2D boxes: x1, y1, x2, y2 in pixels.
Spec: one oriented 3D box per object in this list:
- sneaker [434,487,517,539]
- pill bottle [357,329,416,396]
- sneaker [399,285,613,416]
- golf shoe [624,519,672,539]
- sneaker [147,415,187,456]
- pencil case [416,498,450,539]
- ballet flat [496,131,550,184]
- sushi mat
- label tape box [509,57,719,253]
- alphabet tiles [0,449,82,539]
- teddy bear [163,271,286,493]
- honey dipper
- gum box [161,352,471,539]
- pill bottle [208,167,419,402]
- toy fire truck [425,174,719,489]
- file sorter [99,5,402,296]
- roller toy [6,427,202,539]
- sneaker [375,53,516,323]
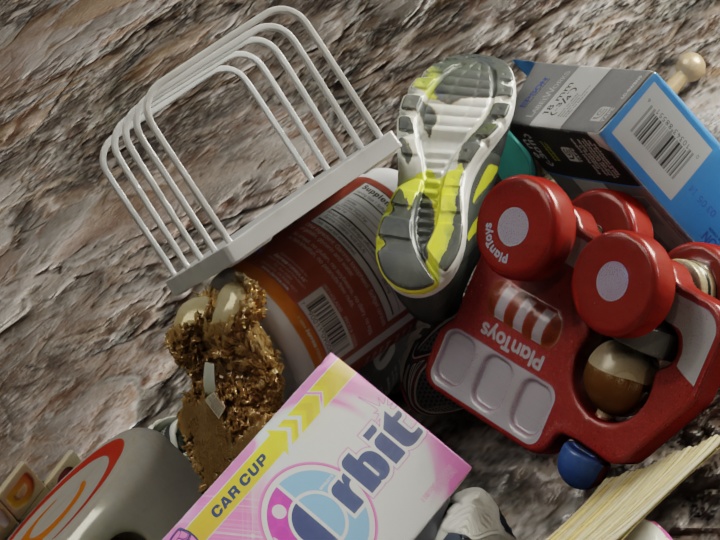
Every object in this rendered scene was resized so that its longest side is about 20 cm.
[{"bbox_3d":[0.027,0.221,1.447,0.129,0.080,0.200,-22,39,24],"label":"sneaker"},{"bbox_3d":[-0.010,0.039,1.793,0.113,0.113,0.200,-11,39,52],"label":"pill bottle"},{"bbox_3d":[0.109,0.044,1.630,0.199,0.081,0.075,-31,28,25],"label":"sneaker"},{"bbox_3d":[0.116,0.200,1.325,0.075,0.092,0.200,-20,29,44],"label":"golf shoe"},{"bbox_3d":[-0.149,0.153,1.864,0.199,0.080,0.077,-27,29,40],"label":"sneaker"},{"bbox_3d":[-0.022,0.206,1.546,0.200,0.091,0.083,-51,23,-22],"label":"pencil case"},{"bbox_3d":[0.116,-0.088,1.833,0.075,0.068,0.200,-30,-3,-21],"label":"ballet flat"},{"bbox_3d":[0.139,0.142,1.381,0.095,0.012,0.200,-27,1,31],"label":"sushi mat"},{"bbox_3d":[0.174,-0.071,1.645,0.063,0.144,0.200,-49,22,-11],"label":"label tape box"},{"bbox_3d":[-0.251,0.237,1.783,0.006,0.167,0.200,20,64,37],"label":"alphabet tiles"},{"bbox_3d":[-0.076,0.100,1.594,0.145,0.066,0.201,-41,61,44],"label":"teddy bear"},{"bbox_3d":[0.191,-0.093,1.799,0.200,0.038,0.038,-46,22,-14],"label":"honey dipper"},{"bbox_3d":[-0.033,0.154,1.452,0.200,0.113,0.066,-47,-5,-32],"label":"gum box"},{"bbox_3d":[0.000,0.000,1.686,0.200,0.113,0.112,-35,18,-23],"label":"pill bottle"},{"bbox_3d":[0.141,0.042,1.517,0.200,0.112,0.169,33,107,38],"label":"toy fire truck"},{"bbox_3d":[-0.085,-0.081,1.630,0.138,0.125,0.200,-34,3,-16],"label":"file sorter"},{"bbox_3d":[-0.167,0.219,1.696,0.182,0.140,0.200,-33,16,45],"label":"roller toy"},{"bbox_3d":[0.055,-0.055,1.613,0.074,0.085,0.201,12,60,15],"label":"sneaker"}]
